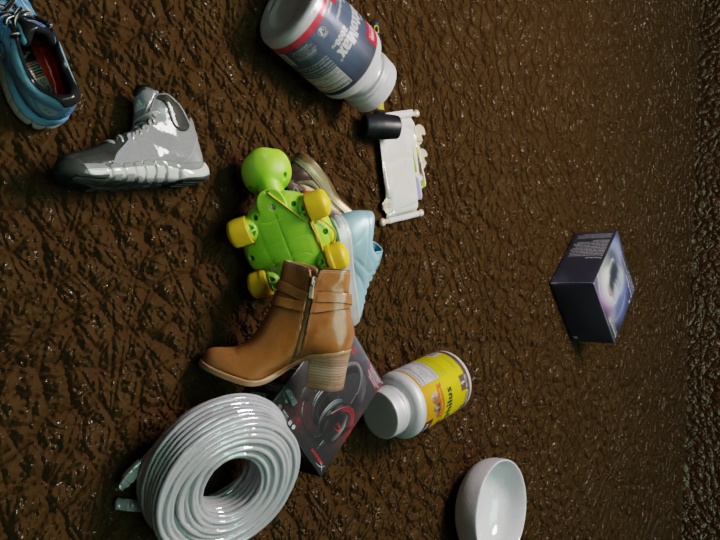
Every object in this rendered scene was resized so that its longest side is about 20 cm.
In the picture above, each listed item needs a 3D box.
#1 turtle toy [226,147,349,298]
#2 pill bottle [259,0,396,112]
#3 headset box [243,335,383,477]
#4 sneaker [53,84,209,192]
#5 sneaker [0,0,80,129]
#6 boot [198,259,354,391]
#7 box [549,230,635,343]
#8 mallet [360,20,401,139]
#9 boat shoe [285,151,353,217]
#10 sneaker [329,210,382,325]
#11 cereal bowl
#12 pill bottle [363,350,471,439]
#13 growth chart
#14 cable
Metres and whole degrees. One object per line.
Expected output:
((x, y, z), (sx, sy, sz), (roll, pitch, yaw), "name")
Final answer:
((-0.103, -0.066, 0.888), (0.101, 0.143, 0.203), (-98, 170, -70), "turtle toy")
((-0.039, -0.325, 0.964), (0.199, 0.118, 0.122), (30, 67, -44), "pill bottle")
((-0.060, 0.166, 0.962), (0.201, 0.074, 0.150), (-50, 124, -36), "headset box")
((-0.263, -0.153, 0.751), (0.199, 0.074, 0.118), (-12, 94, -58), "sneaker")
((-0.335, -0.244, 0.648), (0.078, 0.089, 0.202), (-47, 121, -38), "sneaker")
((-0.105, 0.065, 0.843), (0.074, 0.196, 0.158), (-109, -156, -84), "boot")
((0.592, 0.042, 1.668), (0.199, 0.122, 0.202), (-52, 125, -33), "box")
((0.039, -0.315, 1.100), (0.065, 0.041, 0.204), (7, 80, -18), "mallet")
((-0.057, -0.080, 0.986), (0.072, 0.072, 0.201), (-47, 130, -13), "boat shoe")
((0.000, 0.000, 0.983), (0.081, 0.074, 0.203), (-18, 135, -17), "sneaker")
((0.245, 0.466, 1.296), (0.198, 0.082, 0.205), (0, 90, -48), "cereal bowl")
((0.094, 0.211, 1.111), (0.198, 0.108, 0.112), (-14, 100, -47), "pill bottle")
((0.074, -0.184, 1.164), (0.143, 0.018, 0.205), (-9, 96, -49), "growth chart")
((-0.166, 0.246, 0.800), (0.201, 0.069, 0.200), (-52, 132, -5), "cable")
